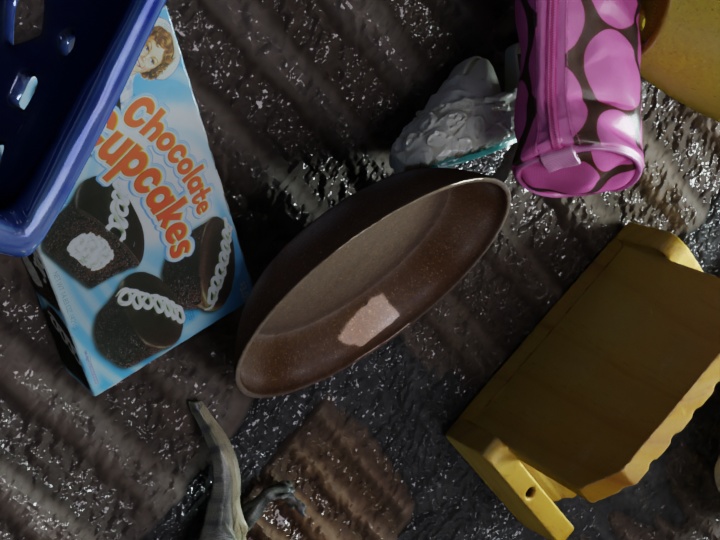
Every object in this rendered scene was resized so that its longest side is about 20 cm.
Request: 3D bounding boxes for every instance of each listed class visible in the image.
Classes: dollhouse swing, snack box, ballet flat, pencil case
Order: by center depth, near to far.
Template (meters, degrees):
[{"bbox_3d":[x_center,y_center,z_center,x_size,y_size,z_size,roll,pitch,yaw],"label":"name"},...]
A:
[{"bbox_3d":[-0.136,-0.041,1.080,0.116,0.037,0.200,-32,129,-22],"label":"snack box"},{"bbox_3d":[0.125,-0.147,1.151,0.094,0.090,0.201,36,51,-76],"label":"pencil case"},{"bbox_3d":[0.092,-0.107,1.220,0.200,0.072,0.072,-18,122,-33],"label":"ballet flat"},{"bbox_3d":[0.194,0.098,1.321,0.200,0.176,0.182,-48,133,-9],"label":"dollhouse swing"}]

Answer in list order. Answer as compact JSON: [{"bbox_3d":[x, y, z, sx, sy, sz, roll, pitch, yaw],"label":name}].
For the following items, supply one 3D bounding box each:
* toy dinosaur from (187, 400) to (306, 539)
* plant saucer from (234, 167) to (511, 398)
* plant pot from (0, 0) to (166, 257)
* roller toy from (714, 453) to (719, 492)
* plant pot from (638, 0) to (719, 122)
[{"bbox_3d":[-0.076,0.175,1.236,0.088,0.047,0.201,-3,111,-30],"label":"toy dinosaur"},{"bbox_3d":[0.000,0.000,1.163,0.200,0.037,0.200,-32,161,-12],"label":"plant saucer"},{"bbox_3d":[-0.217,-0.148,0.863,0.200,0.180,0.200,23,97,-44],"label":"plant pot"},{"bbox_3d":[0.370,0.144,1.486,0.200,0.140,0.183,-3,140,-51],"label":"roller toy"},{"bbox_3d":[0.233,-0.179,1.215,0.142,0.200,0.201,2,112,-21],"label":"plant pot"}]
